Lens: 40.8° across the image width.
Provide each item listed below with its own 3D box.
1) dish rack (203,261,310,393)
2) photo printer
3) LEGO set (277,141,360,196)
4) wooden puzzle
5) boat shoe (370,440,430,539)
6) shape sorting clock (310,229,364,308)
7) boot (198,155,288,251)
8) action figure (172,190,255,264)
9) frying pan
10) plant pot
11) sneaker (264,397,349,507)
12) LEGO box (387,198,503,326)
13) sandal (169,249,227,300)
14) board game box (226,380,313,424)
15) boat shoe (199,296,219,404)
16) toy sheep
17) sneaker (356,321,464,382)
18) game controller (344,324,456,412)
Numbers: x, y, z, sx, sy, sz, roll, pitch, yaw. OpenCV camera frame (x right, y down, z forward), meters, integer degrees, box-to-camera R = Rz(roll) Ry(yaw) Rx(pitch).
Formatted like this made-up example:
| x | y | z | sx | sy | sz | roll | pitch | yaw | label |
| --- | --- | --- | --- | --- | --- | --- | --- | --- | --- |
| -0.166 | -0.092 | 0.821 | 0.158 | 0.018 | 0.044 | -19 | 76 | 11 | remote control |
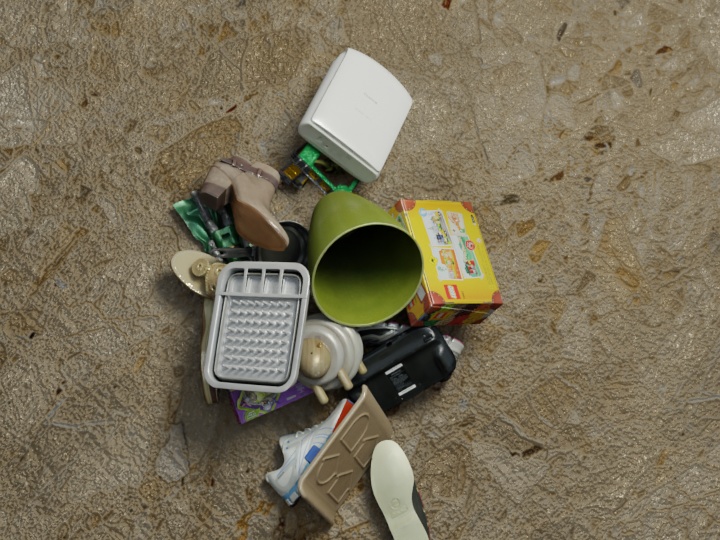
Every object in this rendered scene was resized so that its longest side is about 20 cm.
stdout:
| x | y | z | sx | sy | sz | roll | pitch | yaw | label |
| --- | --- | --- | --- | --- | --- | --- | --- | --- | --- |
| -0.155 | 0.090 | 1.515 | 0.169 | 0.043 | 0.204 | 1 | 75 | 25 | dish rack |
| -0.002 | -0.278 | 1.686 | 0.165 | 0.069 | 0.202 | 35 | 60 | -17 | photo printer |
| -0.057 | -0.193 | 1.741 | 0.153 | 0.115 | 0.202 | 35 | 61 | -18 | LEGO set |
| -0.030 | 0.299 | 1.590 | 0.046 | 0.186 | 0.201 | 25 | 71 | 27 | wooden puzzle |
| 0.066 | 0.387 | 1.632 | 0.073 | 0.063 | 0.205 | -18 | 82 | 1 | boat shoe |
| 0.000 | 0.000 | 1.694 | 0.196 | 0.039 | 0.204 | -5 | 72 | 15 | shape sorting clock |
| -0.178 | -0.126 | 1.665 | 0.198 | 0.071 | 0.146 | 34 | 40 | 6 | boot |
| -0.235 | -0.053 | 1.703 | 0.117 | 0.055 | 0.202 | -26 | 84 | -12 | action figure |
| -0.167 | -0.018 | 1.684 | 0.188 | 0.031 | 0.117 | -22 | 115 | -20 | frying pan |
| -0.014 | -0.042 | 1.590 | 0.184 | 0.190 | 0.201 | -9 | 33 | -13 | plant pot |
| -0.089 | 0.291 | 1.632 | 0.086 | 0.075 | 0.201 | 34 | 75 | 8 | sneaker |
| 0.136 | -0.014 | 1.629 | 0.147 | 0.077 | 0.203 | 1 | 61 | -29 | LEGO box |
| -0.219 | 0.021 | 1.627 | 0.211 | 0.070 | 0.078 | 38 | 55 | -6 | sandal |
| -0.136 | 0.166 | 1.644 | 0.197 | 0.032 | 0.122 | -20 | 89 | -23 | board game box |
| -0.236 | 0.126 | 1.653 | 0.071 | 0.072 | 0.204 | 2 | 71 | -5 | boat shoe |
| -0.055 | 0.133 | 1.584 | 0.135 | 0.200 | 0.141 | 2 | 98 | 11 | toy sheep |
| 0.080 | 0.146 | 1.682 | 0.196 | 0.074 | 0.089 | 12 | 75 | -5 | sneaker |
| 0.062 | 0.170 | 1.641 | 0.198 | 0.042 | 0.105 | -31 | 107 | 18 | game controller |
